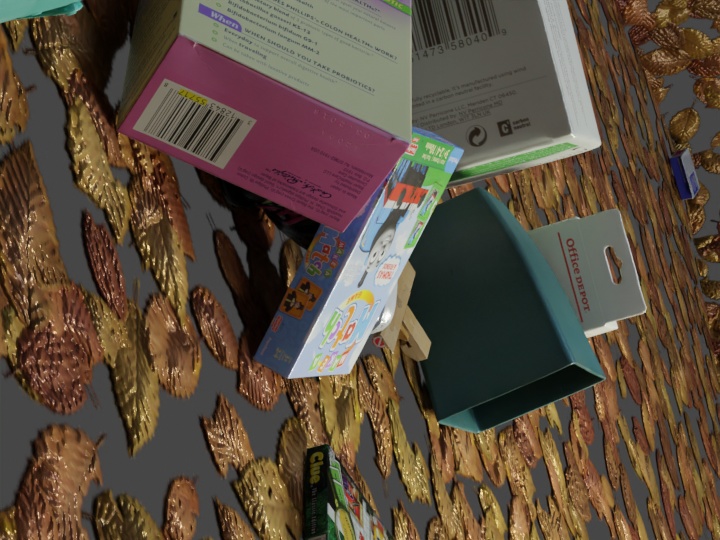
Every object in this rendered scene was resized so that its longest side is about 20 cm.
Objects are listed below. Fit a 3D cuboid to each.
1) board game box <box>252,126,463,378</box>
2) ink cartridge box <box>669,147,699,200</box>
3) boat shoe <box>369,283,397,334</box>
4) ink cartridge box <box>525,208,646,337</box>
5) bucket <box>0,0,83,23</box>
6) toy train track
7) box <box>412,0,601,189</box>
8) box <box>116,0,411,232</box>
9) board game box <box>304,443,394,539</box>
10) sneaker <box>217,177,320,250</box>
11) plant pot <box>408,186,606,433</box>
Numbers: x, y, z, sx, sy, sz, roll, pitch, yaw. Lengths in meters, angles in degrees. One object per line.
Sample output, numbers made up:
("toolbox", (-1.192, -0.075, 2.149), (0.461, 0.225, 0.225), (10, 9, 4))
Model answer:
("board game box", (0.001, -0.015, 1.477), (0.200, 0.037, 0.151), (-62, 164, 7))
("ink cartridge box", (0.692, -0.205, 4.213), (0.200, 0.037, 0.095), (-36, 109, -76))
("boat shoe", (-0.005, -0.050, 1.611), (0.067, 0.074, 0.200), (11, 71, -48))
("ink cartridge box", (0.184, 0.019, 1.980), (0.067, 0.200, 0.117), (16, 59, -71))
("bucket", (-0.198, -0.200, 0.892), (0.207, 0.135, 0.207), (42, -34, 37))
("toy train track", (0.000, 0.000, 1.700), (0.200, 0.033, 0.115), (58, 28, -27))
("box", (0.111, -0.195, 1.955), (0.171, 0.199, 0.200), (-6, 82, -74))
("box", (-0.062, -0.153, 1.369), (0.176, 0.097, 0.200), (24, 40, -19))
("board game box", (0.006, 0.231, 1.501), (0.105, 0.023, 0.200), (-88, 156, -42))
("sneaker", (-0.063, -0.068, 1.478), (0.200, 0.074, 0.087), (55, 24, -37))
("plant pot", (0.122, 0.033, 1.884), (0.200, 0.141, 0.141), (70, 14, 16))
